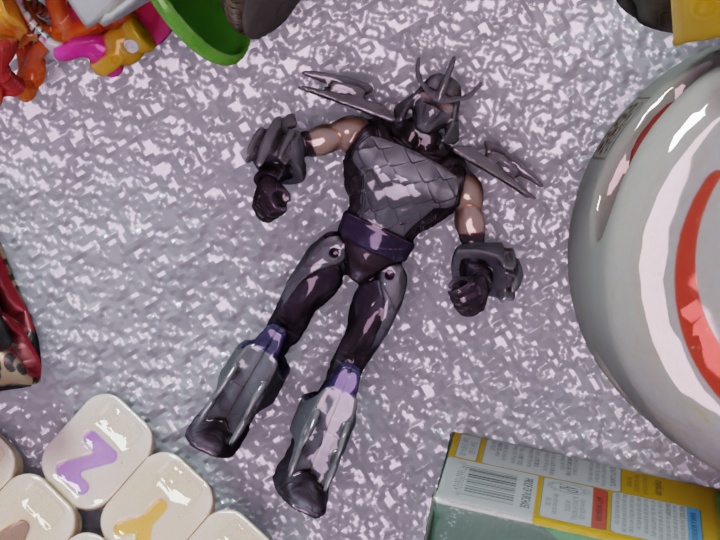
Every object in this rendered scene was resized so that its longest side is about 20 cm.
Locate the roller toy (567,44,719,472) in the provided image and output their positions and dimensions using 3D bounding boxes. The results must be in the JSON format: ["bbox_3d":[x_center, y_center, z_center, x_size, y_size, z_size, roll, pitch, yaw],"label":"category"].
[{"bbox_3d":[0.180,-0.008,1.167,0.181,0.140,0.201,-9,95,-4],"label":"roller toy"}]

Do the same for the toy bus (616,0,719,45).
[{"bbox_3d":[0.185,-0.187,1.107,0.191,0.201,0.136,-2,127,0],"label":"toy bus"}]

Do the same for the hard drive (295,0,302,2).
[{"bbox_3d":[0.004,-0.223,1.208,0.131,0.027,0.201,-10,97,7],"label":"hard drive"}]

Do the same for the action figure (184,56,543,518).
[{"bbox_3d":[0.000,0.000,1.222,0.130,0.069,0.201,27,97,6],"label":"action figure"}]

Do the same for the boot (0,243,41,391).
[{"bbox_3d":[-0.212,0.066,1.237,0.150,0.073,0.201,-21,75,6],"label":"boot"}]

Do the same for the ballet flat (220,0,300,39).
[{"bbox_3d":[-0.037,-0.183,1.146,0.046,0.067,0.201,27,135,21],"label":"ballet flat"}]

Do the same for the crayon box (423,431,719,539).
[{"bbox_3d":[0.127,0.125,1.198,0.199,0.126,0.052,11,100,4],"label":"crayon box"}]

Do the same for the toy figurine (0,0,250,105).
[{"bbox_3d":[-0.177,-0.124,1.210,0.184,0.151,0.200,-30,120,22],"label":"toy figurine"}]

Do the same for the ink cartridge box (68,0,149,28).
[{"bbox_3d":[-0.091,-0.215,1.063,0.145,0.087,0.201,-33,90,37],"label":"ink cartridge box"}]

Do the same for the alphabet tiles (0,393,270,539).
[{"bbox_3d":[-0.138,0.159,1.241,0.200,0.015,0.196,42,87,20],"label":"alphabet tiles"}]
